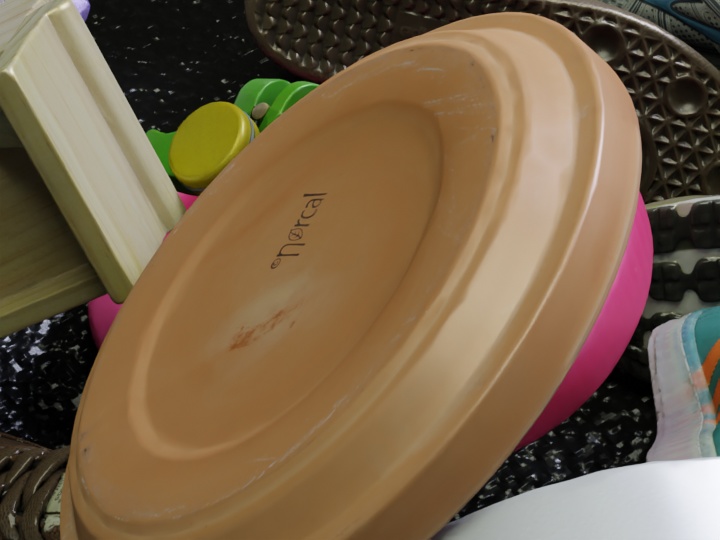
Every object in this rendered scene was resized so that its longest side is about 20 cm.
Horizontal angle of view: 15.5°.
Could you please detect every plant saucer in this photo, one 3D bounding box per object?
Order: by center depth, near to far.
[{"bbox_3d":[-0.011,0.010,0.707,0.200,0.032,0.201,-36,29,24],"label":"plant saucer"}]

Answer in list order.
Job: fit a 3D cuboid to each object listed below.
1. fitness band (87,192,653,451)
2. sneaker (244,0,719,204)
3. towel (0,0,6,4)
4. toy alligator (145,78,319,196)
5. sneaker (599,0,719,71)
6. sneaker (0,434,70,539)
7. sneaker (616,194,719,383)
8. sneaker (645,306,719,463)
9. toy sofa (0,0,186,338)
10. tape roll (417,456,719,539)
[{"bbox_3d":[0.000,0.000,0.883,0.199,0.038,0.144,3,54,30],"label":"fitness band"},{"bbox_3d":[0.056,-0.076,0.963,0.199,0.071,0.076,24,12,-1],"label":"sneaker"},{"bbox_3d":[-0.224,-0.052,0.969,0.198,0.032,0.192,-5,48,-5],"label":"towel"},{"bbox_3d":[0.001,-0.019,0.824,0.054,0.059,0.200,-53,44,-4],"label":"toy alligator"},{"bbox_3d":[0.139,-0.112,0.982,0.199,0.087,0.078,28,54,23],"label":"sneaker"},{"bbox_3d":[-0.086,0.077,0.813,0.199,0.076,0.071,19,51,15],"label":"sneaker"},{"bbox_3d":[0.165,-0.005,0.916,0.198,0.077,0.089,-4,17,-2],"label":"sneaker"},{"bbox_3d":[0.131,0.051,0.782,0.079,0.072,0.200,-19,12,11],"label":"sneaker"},{"bbox_3d":[-0.160,-0.009,0.842,0.199,0.083,0.098,-23,18,16],"label":"toy sofa"},{"bbox_3d":[0.070,0.138,0.685,0.201,0.203,0.071,-10,50,-8],"label":"tape roll"}]
